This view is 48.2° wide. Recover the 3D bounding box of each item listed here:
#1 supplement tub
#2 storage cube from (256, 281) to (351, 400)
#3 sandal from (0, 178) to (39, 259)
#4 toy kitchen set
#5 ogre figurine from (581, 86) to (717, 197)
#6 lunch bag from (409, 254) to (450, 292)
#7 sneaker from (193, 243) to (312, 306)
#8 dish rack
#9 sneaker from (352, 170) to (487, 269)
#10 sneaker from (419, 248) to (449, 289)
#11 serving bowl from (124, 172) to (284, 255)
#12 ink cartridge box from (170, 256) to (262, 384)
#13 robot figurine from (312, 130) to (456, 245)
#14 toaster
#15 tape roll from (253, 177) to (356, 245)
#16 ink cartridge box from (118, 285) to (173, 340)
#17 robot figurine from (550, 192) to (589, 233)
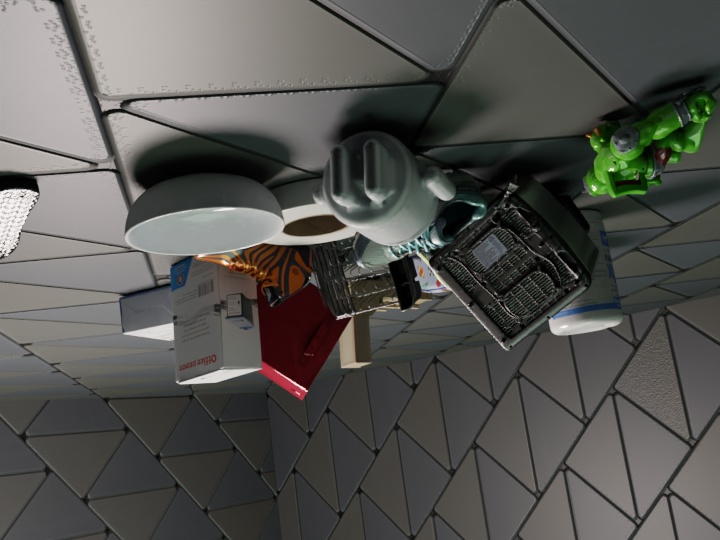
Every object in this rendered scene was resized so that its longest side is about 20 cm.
[{"bbox_3d":[0.388,0.006,1.443,0.130,0.203,0.132,-7,168,-2],"label":"supplement tub"},{"bbox_3d":[-0.134,0.114,1.488,0.178,0.172,0.200,32,165,0],"label":"storage cube"},{"bbox_3d":[-0.445,-0.064,0.976,0.074,0.046,0.199,-3,153,-47],"label":"sandal"},{"bbox_3d":[0.040,0.123,1.774,0.197,0.184,0.163,2,166,-24],"label":"toy kitchen set"},{"bbox_3d":[0.346,-0.146,0.990,0.118,0.100,0.200,-18,-179,-10],"label":"ogre figurine"},{"bbox_3d":[0.184,-0.006,1.468,0.158,0.077,0.199,-8,-175,-22],"label":"lunch bag"},{"bbox_3d":[-0.161,-0.002,1.247,0.197,0.114,0.077,-2,166,-26],"label":"sneaker"},{"bbox_3d":[0.000,0.000,1.297,0.198,0.156,0.054,-15,-178,34],"label":"dish rack"},{"bbox_3d":[0.080,-0.061,1.079,0.198,0.087,0.078,-33,126,0],"label":"sneaker"},{"bbox_3d":[0.149,-0.011,1.296,0.199,0.074,0.081,36,-176,-33],"label":"sneaker"},{"bbox_3d":[-0.195,-0.076,1.005,0.197,0.067,0.200,-8,167,-2],"label":"serving bowl"},{"bbox_3d":[-0.243,0.077,1.337,0.085,0.203,0.145,6,162,-44],"label":"ink cartridge box"},{"bbox_3d":[0.027,-0.094,0.960,0.167,0.115,0.200,-2,170,21],"label":"robot figurine"},{"bbox_3d":[0.226,-0.020,1.149,0.200,0.181,0.119,-45,179,33],"label":"toaster"},{"bbox_3d":[-0.063,-0.081,1.143,0.199,0.038,0.203,-7,167,-2],"label":"tape roll"},{"bbox_3d":[-0.365,0.089,1.603,0.134,0.078,0.200,-12,166,18],"label":"ink cartridge box"},{"bbox_3d":[0.276,-0.049,1.294,0.148,0.127,0.200,5,164,-25],"label":"robot figurine"}]
